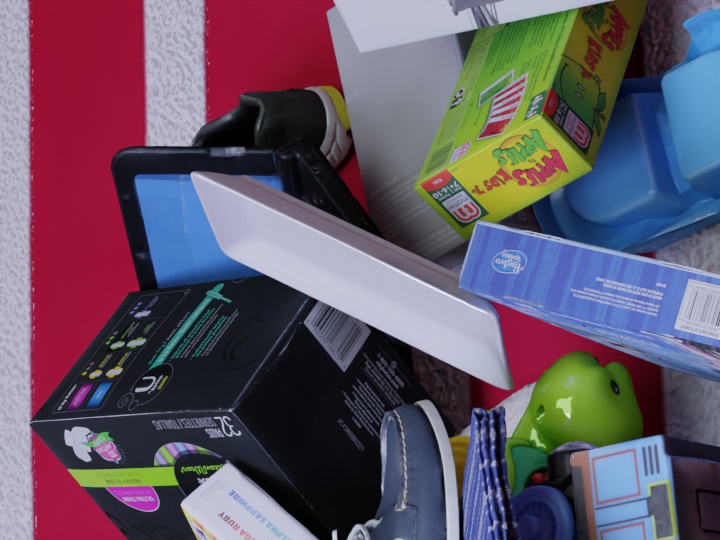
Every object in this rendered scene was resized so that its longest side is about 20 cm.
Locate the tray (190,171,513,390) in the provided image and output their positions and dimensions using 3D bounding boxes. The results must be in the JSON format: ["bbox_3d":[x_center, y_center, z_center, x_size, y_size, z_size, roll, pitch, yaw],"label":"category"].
[{"bbox_3d":[0.000,0.000,1.638,0.200,0.107,0.022,26,70,19],"label":"tray"}]

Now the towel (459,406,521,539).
[{"bbox_3d":[0.070,0.185,1.456,0.200,0.024,0.145,-96,9,-48],"label":"towel"}]

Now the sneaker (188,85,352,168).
[{"bbox_3d":[-0.094,-0.062,1.948,0.200,0.085,0.075,-46,52,31],"label":"sneaker"}]

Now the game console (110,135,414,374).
[{"bbox_3d":[-0.056,0.021,1.801,0.176,0.116,0.200,54,163,36],"label":"game console"}]

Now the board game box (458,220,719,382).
[{"bbox_3d":[0.190,0.033,1.551,0.200,0.199,0.043,15,86,47],"label":"board game box"}]

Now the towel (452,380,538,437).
[{"bbox_3d":[0.087,0.181,1.739,0.132,0.034,0.200,-31,61,26],"label":"towel"}]

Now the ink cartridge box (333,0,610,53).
[{"bbox_3d":[0.084,-0.218,1.698,0.200,0.083,0.145,-10,38,21],"label":"ink cartridge box"}]

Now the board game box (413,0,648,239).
[{"bbox_3d":[0.106,-0.116,1.696,0.102,0.048,0.200,-29,27,37],"label":"board game box"}]

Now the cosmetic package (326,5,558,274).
[{"bbox_3d":[0.057,-0.092,1.798,0.107,0.090,0.200,-28,61,40],"label":"cosmetic package"}]

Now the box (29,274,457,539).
[{"bbox_3d":[-0.074,0.097,1.780,0.200,0.149,0.124,-8,38,47],"label":"box"}]

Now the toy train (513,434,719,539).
[{"bbox_3d":[0.139,0.181,1.470,0.114,0.087,0.200,-16,70,37],"label":"toy train"}]

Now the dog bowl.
[{"bbox_3d":[0.187,-0.075,1.684,0.200,0.050,0.112,-28,64,39],"label":"dog bowl"}]

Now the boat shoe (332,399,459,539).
[{"bbox_3d":[0.020,0.164,1.537,0.075,0.062,0.200,111,158,-70],"label":"boat shoe"}]

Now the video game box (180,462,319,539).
[{"bbox_3d":[-0.010,0.228,1.682,0.047,0.200,0.182,-41,49,-18],"label":"video game box"}]

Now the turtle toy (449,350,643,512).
[{"bbox_3d":[0.100,0.142,1.643,0.101,0.146,0.200,10,81,18],"label":"turtle toy"}]
